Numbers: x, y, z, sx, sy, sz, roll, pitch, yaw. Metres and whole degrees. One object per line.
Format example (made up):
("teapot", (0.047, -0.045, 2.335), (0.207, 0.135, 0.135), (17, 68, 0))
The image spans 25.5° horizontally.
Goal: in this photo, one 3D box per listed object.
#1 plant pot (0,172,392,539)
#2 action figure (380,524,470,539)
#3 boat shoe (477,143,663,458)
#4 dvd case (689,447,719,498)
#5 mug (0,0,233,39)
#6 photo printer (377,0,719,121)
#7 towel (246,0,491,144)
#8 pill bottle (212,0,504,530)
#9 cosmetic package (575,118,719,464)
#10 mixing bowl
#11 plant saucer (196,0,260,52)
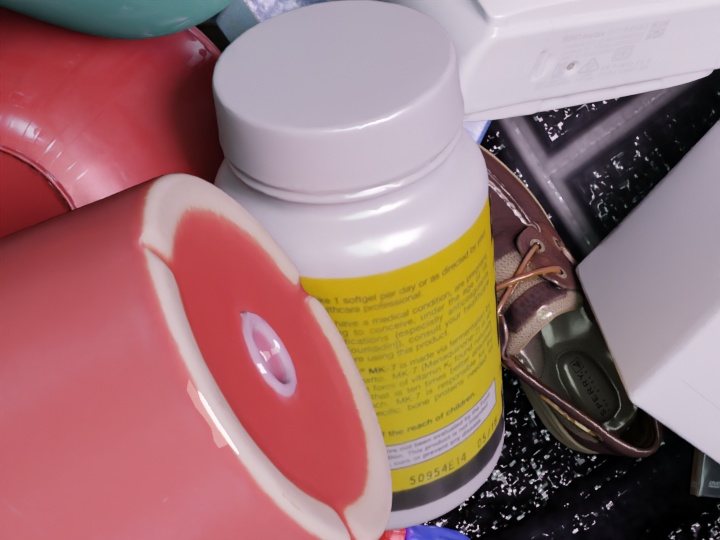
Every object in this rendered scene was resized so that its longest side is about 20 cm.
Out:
("plant pot", (-0.098, 0.071, 0.554), (0.176, 0.201, 0.201), (-31, 97, 16))
("action figure", (0.013, 0.136, 0.782), (0.199, 0.099, 0.066), (30, 82, -32))
("boat shoe", (0.082, 0.012, 0.773), (0.072, 0.072, 0.201), (-36, 103, -7))
("dvd case", (0.257, 0.026, 0.844), (0.147, 0.016, 0.202), (7, 90, -11))
("mug", (-0.107, -0.173, 0.631), (0.114, 0.184, 0.154), (10, 99, -55))
("photo printer", (0.065, -0.164, 0.724), (0.165, 0.070, 0.201), (-12, 53, -29))
("towel", (-0.015, -0.126, 0.785), (0.199, 0.024, 0.148), (30, 86, -10))
("pill bottle", (0.000, 0.000, 0.659), (0.113, 0.115, 0.202), (-15, 129, -10))
("cosmetic package", (0.242, 0.010, 0.719), (0.199, 0.123, 0.200), (34, 112, -21))
("mixing bowl", (-0.142, -0.019, 0.682), (0.198, 0.108, 0.202), (3, 106, 11))
("plant saucer", (-0.013, -0.045, 0.747), (0.019, 0.070, 0.201), (-39, 107, -8))
